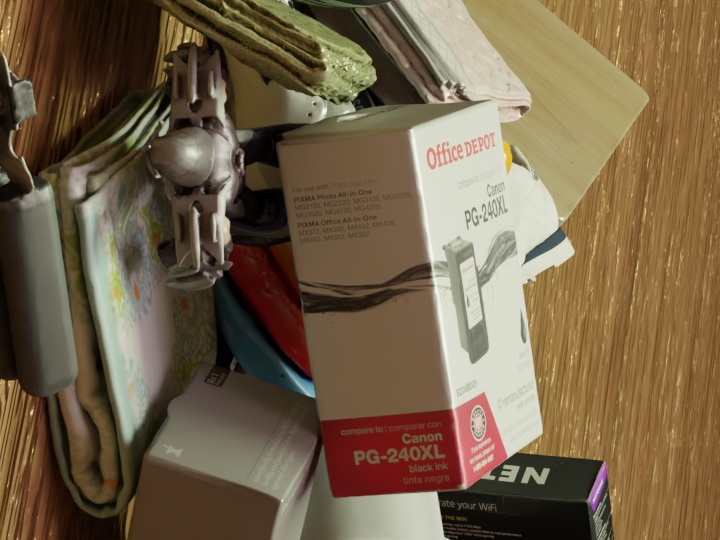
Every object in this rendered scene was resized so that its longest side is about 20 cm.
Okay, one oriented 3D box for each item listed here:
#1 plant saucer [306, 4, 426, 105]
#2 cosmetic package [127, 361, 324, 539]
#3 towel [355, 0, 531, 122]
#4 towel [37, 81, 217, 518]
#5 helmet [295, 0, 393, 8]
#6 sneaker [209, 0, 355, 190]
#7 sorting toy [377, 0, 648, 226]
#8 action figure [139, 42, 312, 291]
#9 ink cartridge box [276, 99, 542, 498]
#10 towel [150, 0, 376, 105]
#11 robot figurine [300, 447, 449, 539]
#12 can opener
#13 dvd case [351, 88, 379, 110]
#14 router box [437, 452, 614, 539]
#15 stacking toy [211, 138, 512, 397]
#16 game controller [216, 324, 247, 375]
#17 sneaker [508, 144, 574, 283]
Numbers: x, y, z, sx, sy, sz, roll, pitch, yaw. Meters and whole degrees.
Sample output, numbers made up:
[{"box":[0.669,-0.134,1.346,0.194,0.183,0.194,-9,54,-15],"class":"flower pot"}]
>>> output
[{"box":[0.017,-0.150,1.913,0.200,0.032,0.200,48,14,-16],"class":"plant saucer"},{"box":[-0.083,0.164,1.616,0.107,0.090,0.200,-62,170,-55],"class":"cosmetic package"},{"box":[0.026,-0.182,1.899,0.200,0.032,0.191,54,14,9],"class":"towel"},{"box":[-0.124,0.011,1.604,0.171,0.048,0.200,-52,142,-61],"class":"towel"},{"box":[-0.018,-0.246,1.660,0.200,0.200,0.191,-7,103,-73],"class":"helmet"},{"box":[-0.044,-0.121,1.785,0.074,0.088,0.201,-25,115,-70],"class":"sneaker"},{"box":[0.082,-0.124,2.075,0.070,0.200,0.199,-50,-179,38],"class":"sorting toy"},{"box":[-0.075,-0.052,1.574,0.200,0.069,0.130,13,85,-71],"class":"action figure"},{"box":[0.030,0.011,1.616,0.145,0.083,0.201,-25,108,-66],"class":"ink cartridge box"},{"box":[-0.067,-0.137,1.594,0.037,0.148,0.200,-60,175,6],"class":"towel"},{"box":[-0.004,0.171,1.877,0.169,0.113,0.200,31,29,-26],"class":"robot figurine"},{"box":[-0.181,-0.028,1.423,0.066,0.053,0.200,-29,126,-30],"class":"can opener"},{"box":[0.027,-0.054,1.921,0.200,0.025,0.150,61,3,-43],"class":"dvd case"},{"box":[0.077,0.196,2.044,0.051,0.200,0.149,-62,151,-50],"class":"router box"},{"box":[0.006,-0.018,1.732,0.116,0.200,0.110,47,10,-37],"class":"stacking toy"},{"box":[-0.075,0.076,1.814,0.104,0.042,0.200,63,31,-33],"class":"game controller"},{"box":[0.073,-0.024,1.832,0.200,0.076,0.081,-35,110,-70],"class":"sneaker"}]
